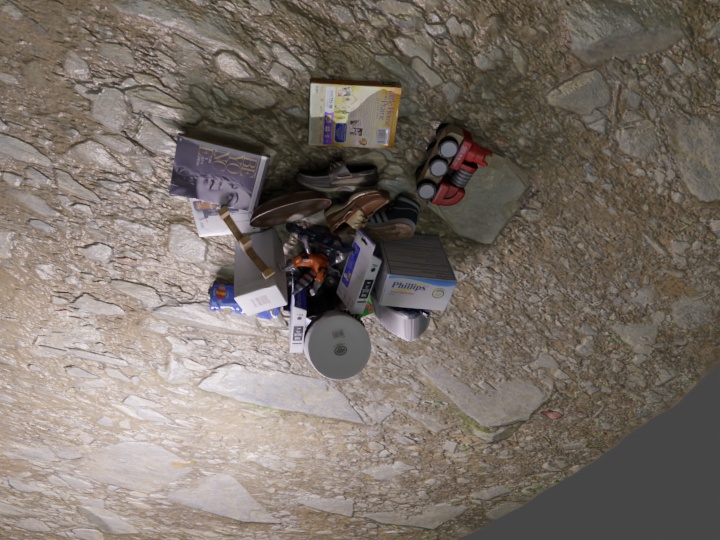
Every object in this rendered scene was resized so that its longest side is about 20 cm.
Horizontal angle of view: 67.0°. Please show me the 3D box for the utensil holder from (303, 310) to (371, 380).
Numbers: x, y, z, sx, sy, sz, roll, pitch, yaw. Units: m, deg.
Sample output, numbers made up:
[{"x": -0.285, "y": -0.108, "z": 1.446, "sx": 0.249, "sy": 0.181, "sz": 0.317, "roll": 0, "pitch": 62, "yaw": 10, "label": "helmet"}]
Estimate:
[{"x": -0.062, "y": 0.192, "z": 1.405, "sx": 0.169, "sy": 0.200, "sz": 0.171, "roll": 0, "pitch": 88, "yaw": -7, "label": "utensil holder"}]

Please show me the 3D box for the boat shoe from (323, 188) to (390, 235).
[{"x": -0.006, "y": -0.136, "z": 1.309, "sx": 0.075, "sy": 0.074, "sz": 0.199, "roll": 5, "pitch": 163, "yaw": -43, "label": "boat shoe"}]

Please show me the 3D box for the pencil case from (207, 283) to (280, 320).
[{"x": -0.320, "y": 0.088, "z": 1.494, "sx": 0.199, "sy": 0.078, "sz": 0.087, "roll": 9, "pitch": 135, "yaw": -17, "label": "pencil case"}]

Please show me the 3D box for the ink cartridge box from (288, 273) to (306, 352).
[{"x": -0.164, "y": 0.113, "z": 1.427, "sx": 0.039, "sy": 0.100, "sz": 0.201, "roll": 1, "pitch": 131, "yaw": -10, "label": "ink cartridge box"}]

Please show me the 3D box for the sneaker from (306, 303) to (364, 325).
[{"x": -0.081, "y": 0.154, "z": 1.595, "sx": 0.199, "sy": 0.079, "sz": 0.089, "roll": 21, "pitch": 150, "yaw": -8, "label": "sneaker"}]

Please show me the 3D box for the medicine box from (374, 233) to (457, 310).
[{"x": 0.128, "y": -0.004, "z": 1.407, "sx": 0.181, "sy": 0.200, "sz": 0.103, "roll": 6, "pitch": 128, "yaw": -13, "label": "medicine box"}]

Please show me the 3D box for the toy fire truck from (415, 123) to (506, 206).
[{"x": 0.248, "y": -0.239, "z": 1.296, "sx": 0.199, "sy": 0.129, "sz": 0.177, "roll": 19, "pitch": 126, "yaw": -11, "label": "toy fire truck"}]

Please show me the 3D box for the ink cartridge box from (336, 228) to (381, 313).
[{"x": 0.000, "y": 0.000, "z": 1.367, "sx": 0.039, "sy": 0.100, "sz": 0.201, "roll": 1, "pitch": 122, "yaw": -30, "label": "ink cartridge box"}]

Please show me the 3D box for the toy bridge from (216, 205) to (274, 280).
[{"x": -0.268, "y": -0.063, "z": 1.273, "sx": 0.027, "sy": 0.200, "sz": 0.067, "roll": -36, "pitch": 175, "yaw": -14, "label": "toy bridge"}]

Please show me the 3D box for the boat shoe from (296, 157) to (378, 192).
[{"x": -0.052, "y": -0.229, "z": 1.281, "sx": 0.199, "sy": 0.075, "sz": 0.074, "roll": 0, "pitch": 121, "yaw": -20, "label": "boat shoe"}]

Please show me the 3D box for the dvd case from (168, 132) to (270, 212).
[{"x": -0.315, "y": -0.213, "z": 1.215, "sx": 0.199, "sy": 0.016, "sz": 0.149, "roll": 10, "pitch": 126, "yaw": -19, "label": "dvd case"}]

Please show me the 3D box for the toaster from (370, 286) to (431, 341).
[{"x": 0.117, "y": 0.103, "z": 1.482, "sx": 0.114, "sy": 0.200, "sz": 0.130, "roll": -40, "pitch": 145, "yaw": -28, "label": "toaster"}]

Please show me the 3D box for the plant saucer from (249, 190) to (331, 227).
[{"x": -0.168, "y": -0.147, "z": 1.282, "sx": 0.199, "sy": 0.200, "sz": 0.032, "roll": -18, "pitch": 86, "yaw": 7, "label": "plant saucer"}]

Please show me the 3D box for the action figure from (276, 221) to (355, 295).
[{"x": -0.122, "y": -0.036, "z": 1.359, "sx": 0.199, "sy": 0.193, "sz": 0.105, "roll": 27, "pitch": 138, "yaw": 24, "label": "action figure"}]

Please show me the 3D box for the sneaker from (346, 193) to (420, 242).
[{"x": 0.060, "y": -0.134, "z": 1.383, "sx": 0.199, "sy": 0.109, "sz": 0.070, "roll": 0, "pitch": 141, "yaw": 32, "label": "sneaker"}]

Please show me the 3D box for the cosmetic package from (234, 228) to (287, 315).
[{"x": -0.248, "y": 0.001, "z": 1.350, "sx": 0.112, "sy": 0.201, "sz": 0.081, "roll": -16, "pitch": 136, "yaw": 8, "label": "cosmetic package"}]

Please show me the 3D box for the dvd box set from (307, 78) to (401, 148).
[{"x": -0.016, "y": -0.345, "z": 1.205, "sx": 0.199, "sy": 0.029, "sz": 0.147, "roll": 0, "pitch": 130, "yaw": -8, "label": "dvd box set"}]

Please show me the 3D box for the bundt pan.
[{"x": -0.137, "y": 0.033, "z": 1.478, "sx": 0.201, "sy": 0.076, "sz": 0.203, "roll": -4, "pitch": 130, "yaw": -5, "label": "bundt pan"}]

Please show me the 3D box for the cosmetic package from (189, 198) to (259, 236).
[{"x": -0.325, "y": -0.179, "z": 1.287, "sx": 0.150, "sy": 0.052, "sz": 0.201, "roll": -7, "pitch": 130, "yaw": -6, "label": "cosmetic package"}]

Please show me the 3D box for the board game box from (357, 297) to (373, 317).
[{"x": 0.061, "y": 0.071, "z": 1.575, "sx": 0.199, "sy": 0.030, "sz": 0.096, "roll": -23, "pitch": 129, "yaw": 7, "label": "board game box"}]
